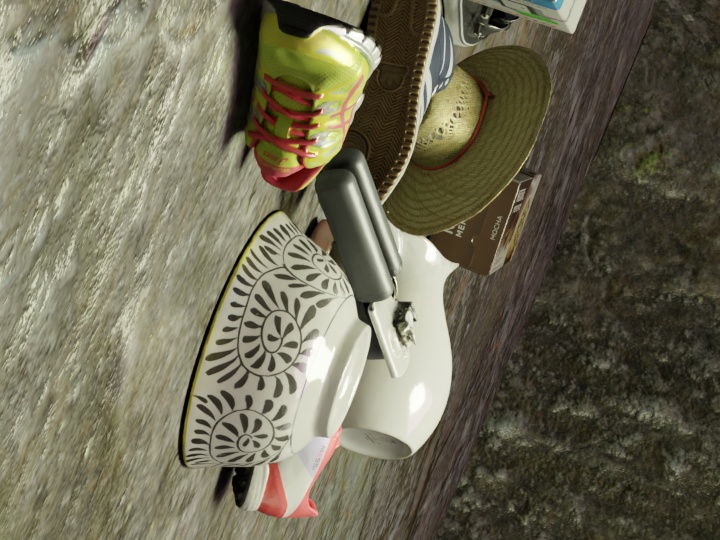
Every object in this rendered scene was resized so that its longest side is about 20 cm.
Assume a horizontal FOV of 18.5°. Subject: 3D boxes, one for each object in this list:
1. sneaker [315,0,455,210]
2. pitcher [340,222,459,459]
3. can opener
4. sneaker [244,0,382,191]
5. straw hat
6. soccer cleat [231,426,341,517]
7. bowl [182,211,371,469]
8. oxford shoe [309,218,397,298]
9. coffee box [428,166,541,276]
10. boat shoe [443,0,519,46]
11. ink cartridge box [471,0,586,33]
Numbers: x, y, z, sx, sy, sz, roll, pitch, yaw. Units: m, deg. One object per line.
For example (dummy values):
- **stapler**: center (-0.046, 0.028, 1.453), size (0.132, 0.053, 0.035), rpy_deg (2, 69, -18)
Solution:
- **sneaker**: center (0.024, -0.127, 1.729), size (0.108, 0.070, 0.201), rpy_deg (38, 68, -78)
- **pitcher**: center (0.020, 0.055, 2.009), size (0.172, 0.120, 0.201), rpy_deg (49, 48, -56)
- **can opener**: center (0.000, 0.000, 1.672), size (0.053, 0.066, 0.201), rpy_deg (-70, 152, -48)
- **sneaker**: center (-0.037, -0.104, 1.401), size (0.200, 0.078, 0.091), rpy_deg (80, 33, -73)
- **straw hat**: center (0.063, -0.136, 1.870), size (0.085, 0.200, 0.202), rpy_deg (40, 62, -34)
- **soccer cleat**: center (-0.042, 0.105, 1.767), size (0.068, 0.073, 0.201), rpy_deg (-120, -133, -70)
- **bowl**: center (-0.050, 0.066, 1.626), size (0.201, 0.094, 0.202), rpy_deg (19, 90, -82)
- **oxford shoe**: center (-0.008, 0.026, 1.841), size (0.200, 0.073, 0.071), rpy_deg (82, 29, -71)
- **coffee box**: center (0.141, -0.066, 2.507), size (0.200, 0.079, 0.114), rpy_deg (-22, 132, -78)
- **boat shoe**: center (0.119, -0.249, 2.039), size (0.200, 0.066, 0.070), rpy_deg (72, 39, -75)
- **ink cartridge box**: center (0.115, -0.283, 1.701), size (0.200, 0.146, 0.147), rpy_deg (4, 105, -80)
